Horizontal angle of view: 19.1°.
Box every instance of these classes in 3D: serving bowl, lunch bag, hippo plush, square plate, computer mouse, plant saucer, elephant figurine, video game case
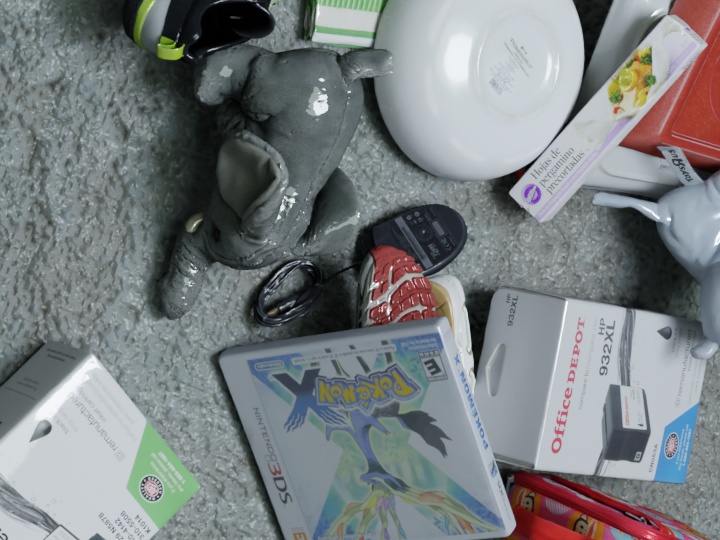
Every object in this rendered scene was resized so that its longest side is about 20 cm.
[{"bbox_3d":[0.109,-0.168,1.732,0.200,0.066,0.200,-7,103,-33],"label":"serving bowl"},{"bbox_3d":[0.205,0.231,1.781,0.176,0.200,0.082,22,89,-32],"label":"lunch bag"},{"bbox_3d":[0.332,-0.010,1.788,0.159,0.161,0.200,-37,137,23],"label":"hippo plush"},{"bbox_3d":[0.276,-0.147,1.825,0.200,0.028,0.198,8,113,-30],"label":"square plate"},{"bbox_3d":[0.000,0.000,1.725,0.200,0.034,0.059,-23,71,-21],"label":"computer mouse"},{"bbox_3d":[0.335,-0.167,1.804,0.200,0.037,0.200,13,110,-32],"label":"plant saucer"},{"bbox_3d":[-0.067,-0.062,1.608,0.141,0.155,0.200,6,82,-14],"label":"elephant figurine"},{"bbox_3d":[0.004,0.132,1.658,0.022,0.200,0.183,-46,122,-56],"label":"video game case"}]

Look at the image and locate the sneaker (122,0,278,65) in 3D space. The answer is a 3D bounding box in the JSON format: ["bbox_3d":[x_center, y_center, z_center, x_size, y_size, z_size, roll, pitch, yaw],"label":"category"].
[{"bbox_3d":[-0.087,-0.196,1.582,0.200,0.083,0.072,-33,146,-37],"label":"sneaker"}]

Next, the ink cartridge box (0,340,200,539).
[{"bbox_3d":[-0.241,0.174,1.567,0.200,0.084,0.146,-46,116,-20],"label":"ink cartridge box"}]

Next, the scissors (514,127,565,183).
[{"bbox_3d":[0.157,-0.159,1.814,0.073,0.014,0.200,-11,103,-28],"label":"scissors"}]

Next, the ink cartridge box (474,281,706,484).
[{"bbox_3d":[0.196,0.098,1.806,0.200,0.084,0.145,10,91,-43],"label":"ink cartridge box"}]

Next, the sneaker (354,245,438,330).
[{"bbox_3d":[0.007,0.076,1.695,0.078,0.082,0.200,-15,117,-43],"label":"sneaker"}]

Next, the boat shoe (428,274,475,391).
[{"bbox_3d":[0.065,0.100,1.757,0.069,0.071,0.200,-25,123,-59],"label":"boat shoe"}]

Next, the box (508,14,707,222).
[{"bbox_3d":[0.203,-0.125,1.759,0.039,0.041,0.200,44,108,11],"label":"box"}]

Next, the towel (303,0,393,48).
[{"bbox_3d":[0.025,-0.276,1.717,0.152,0.023,0.200,3,93,-32],"label":"towel"}]
